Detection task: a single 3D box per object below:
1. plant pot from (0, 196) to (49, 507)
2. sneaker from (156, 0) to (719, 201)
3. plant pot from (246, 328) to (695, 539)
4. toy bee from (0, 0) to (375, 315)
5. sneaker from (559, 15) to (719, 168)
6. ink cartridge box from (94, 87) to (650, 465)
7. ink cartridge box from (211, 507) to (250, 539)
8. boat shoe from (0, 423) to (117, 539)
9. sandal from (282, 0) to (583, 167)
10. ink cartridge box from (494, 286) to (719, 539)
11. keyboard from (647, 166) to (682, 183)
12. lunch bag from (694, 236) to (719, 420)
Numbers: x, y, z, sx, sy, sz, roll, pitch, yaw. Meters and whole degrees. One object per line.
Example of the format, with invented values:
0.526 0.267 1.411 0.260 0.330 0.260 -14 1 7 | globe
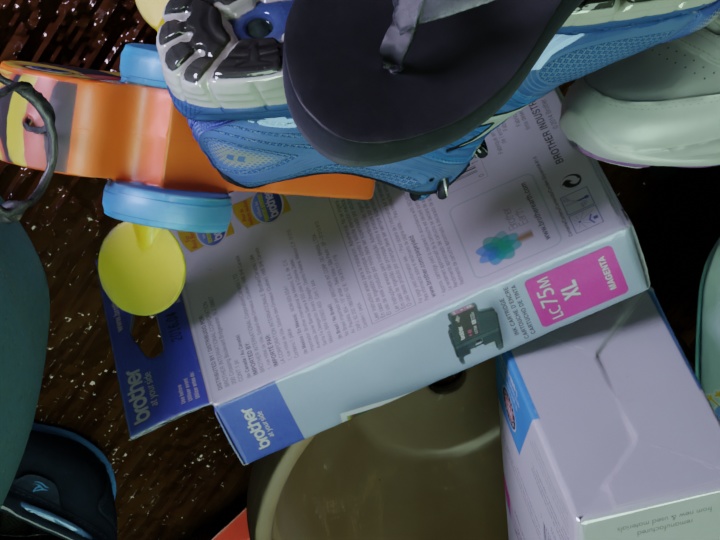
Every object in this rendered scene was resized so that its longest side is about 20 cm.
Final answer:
-0.191 0.024 0.943 0.135 0.199 0.201 -44 138 -30 | plant pot
0.032 -0.079 0.907 0.198 0.079 0.089 -13 141 -2 | sneaker
0.045 0.070 1.089 0.199 0.093 0.202 -9 129 -11 | plant pot
-0.089 -0.061 0.954 0.200 0.108 0.132 32 78 -48 | toy bee
0.151 -0.105 0.954 0.199 0.075 0.100 -28 124 -22 | sneaker
0.000 0.000 1.002 0.199 0.120 0.042 -22 129 2 | ink cartridge box
-0.032 0.209 1.179 0.160 0.047 0.200 -43 130 -3 | ink cartridge box
-0.193 0.093 1.052 0.198 0.069 0.085 -2 128 -15 | boat shoe
0.051 -0.112 0.842 0.200 0.076 0.043 -40 158 -16 | sandal
0.102 0.122 1.012 0.067 0.115 0.201 -12 130 -7 | ink cartridge box
0.192 -0.099 1.033 0.199 0.040 0.104 -35 128 13 | keyboard
0.215 0.019 1.050 0.199 0.077 0.161 -31 134 -38 | lunch bag
